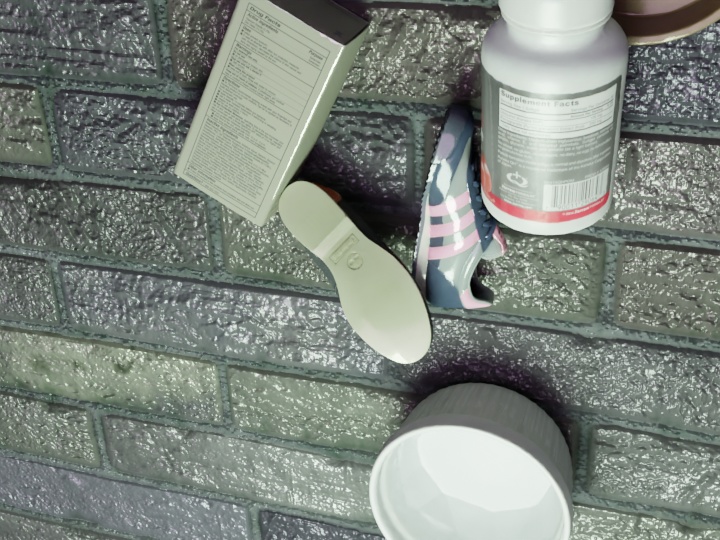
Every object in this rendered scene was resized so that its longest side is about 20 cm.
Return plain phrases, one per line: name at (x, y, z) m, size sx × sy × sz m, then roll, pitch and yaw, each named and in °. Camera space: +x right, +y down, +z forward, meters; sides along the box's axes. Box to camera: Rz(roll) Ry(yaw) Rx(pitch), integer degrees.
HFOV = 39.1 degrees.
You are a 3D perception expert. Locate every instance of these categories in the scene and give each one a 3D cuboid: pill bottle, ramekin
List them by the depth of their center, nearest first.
pill bottle at (0.148, -0.136, 0.784) m, size 0.110 × 0.111 × 0.201 m, roll 9°, pitch 133°, yaw 17°
ramekin at (0.116, 0.207, 1.009) m, size 0.199 × 0.105 × 0.201 m, roll 9°, pitch 119°, yaw 17°

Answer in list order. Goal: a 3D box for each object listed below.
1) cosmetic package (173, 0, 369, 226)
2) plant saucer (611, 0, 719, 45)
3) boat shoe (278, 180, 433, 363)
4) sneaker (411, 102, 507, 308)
cosmetic package at (-0.083, -0.152, 0.912) m, size 0.103 × 0.073 × 0.201 m, roll 32°, pitch 123°, yaw 3°
plant saucer at (0.212, -0.271, 0.759) m, size 0.199 × 0.029 × 0.201 m, roll 9°, pitch 119°, yaw 17°
boat shoe at (0.000, 0.000, 0.934) m, size 0.071 × 0.063 × 0.200 m, roll -41°, pitch 77°, yaw 6°
sneaker at (0.096, -0.053, 0.903) m, size 0.081 × 0.070 × 0.201 m, roll 12°, pitch 127°, yaw 9°
